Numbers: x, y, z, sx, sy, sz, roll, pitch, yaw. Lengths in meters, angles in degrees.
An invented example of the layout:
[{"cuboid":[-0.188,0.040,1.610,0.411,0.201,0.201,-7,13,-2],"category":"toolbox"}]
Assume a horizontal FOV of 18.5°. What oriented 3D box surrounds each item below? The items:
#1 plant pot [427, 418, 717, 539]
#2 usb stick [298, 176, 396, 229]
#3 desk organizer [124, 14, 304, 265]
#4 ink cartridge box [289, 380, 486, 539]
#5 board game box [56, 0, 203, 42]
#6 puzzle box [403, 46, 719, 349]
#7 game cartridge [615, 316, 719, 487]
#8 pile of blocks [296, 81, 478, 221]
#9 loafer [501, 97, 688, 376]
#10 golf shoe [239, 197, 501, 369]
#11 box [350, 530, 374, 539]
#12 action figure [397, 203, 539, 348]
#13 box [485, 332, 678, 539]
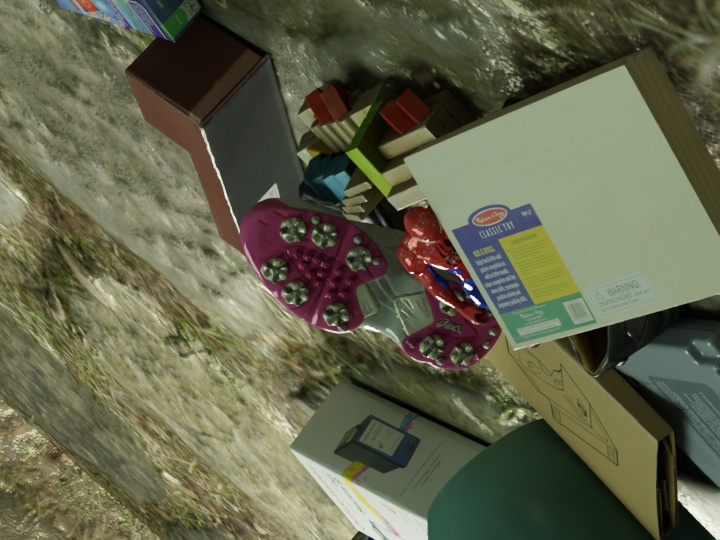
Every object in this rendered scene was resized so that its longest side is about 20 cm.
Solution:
[{"cuboid":[0.143,0.208,1.629,0.161,0.200,0.201,52,168,21],"category":"plant pot"},{"cuboid":[0.006,-0.018,1.564,0.055,0.033,0.200,7,159,19],"category":"usb stick"},{"cuboid":[-0.099,-0.094,1.578,0.077,0.072,0.200,35,162,23],"category":"desk organizer"},{"cuboid":[0.054,0.197,1.957,0.200,0.088,0.145,25,159,44],"category":"ink cartridge box"},{"cuboid":[-0.203,-0.244,1.477,0.135,0.034,0.200,22,155,44],"category":"board game box"},{"cuboid":[0.118,-0.034,1.207,0.200,0.025,0.133,-19,104,54],"category":"puzzle box"},{"cuboid":[0.244,0.101,1.406,0.200,0.041,0.133,47,158,-22],"category":"game cartridge"},{"cuboid":[-0.006,-0.082,1.390,0.062,0.082,0.200,46,162,-21],"category":"pile of blocks"},{"cuboid":[0.127,-0.017,1.292,0.073,0.072,0.200,20,153,50],"category":"loafer"},{"cuboid":[0.000,0.000,1.464,0.200,0.075,0.092,27,-163,-27],"category":"golf shoe"},{"cuboid":[0.062,0.359,2.317,0.200,0.105,0.184,40,162,1],"category":"box"},{"cuboid":[0.076,-0.003,1.359,0.052,0.065,0.200,46,-172,33],"category":"action figure"},{"cuboid":[0.143,0.080,1.509,0.200,0.021,0.164,48,167,28],"category":"box"}]
